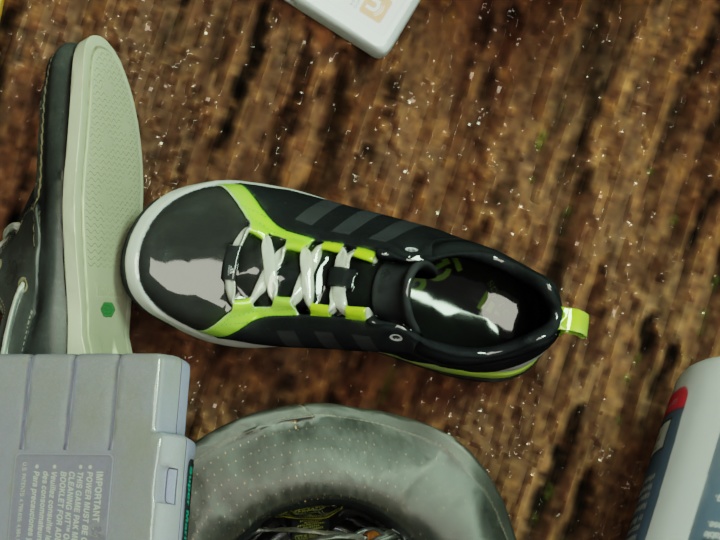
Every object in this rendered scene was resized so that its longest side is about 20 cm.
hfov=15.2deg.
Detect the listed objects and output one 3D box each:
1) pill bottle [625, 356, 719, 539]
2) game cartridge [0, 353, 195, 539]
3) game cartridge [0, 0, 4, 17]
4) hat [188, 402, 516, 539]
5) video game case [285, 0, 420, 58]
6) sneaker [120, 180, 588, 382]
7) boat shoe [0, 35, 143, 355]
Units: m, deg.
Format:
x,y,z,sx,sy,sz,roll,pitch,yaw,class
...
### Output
x,y,z,sx,sy,sz,roll,pitch,yaw,class
0.161,0.148,1.125,0.119,0.120,0.201,22,70,-4,pill bottle
-0.131,0.133,1.079,0.129,0.038,0.201,0,79,22,game cartridge
-0.244,-0.178,1.170,0.199,0.032,0.178,11,85,-1,game cartridge
-0.017,0.159,1.147,0.199,0.081,0.202,1,82,-9,hat
-0.014,-0.226,1.202,0.181,0.023,0.201,32,83,-3,video game case
0.000,0.000,1.146,0.199,0.083,0.072,9,81,-14,sneaker
-0.133,-0.002,1.153,0.067,0.072,0.201,0,80,20,boat shoe
